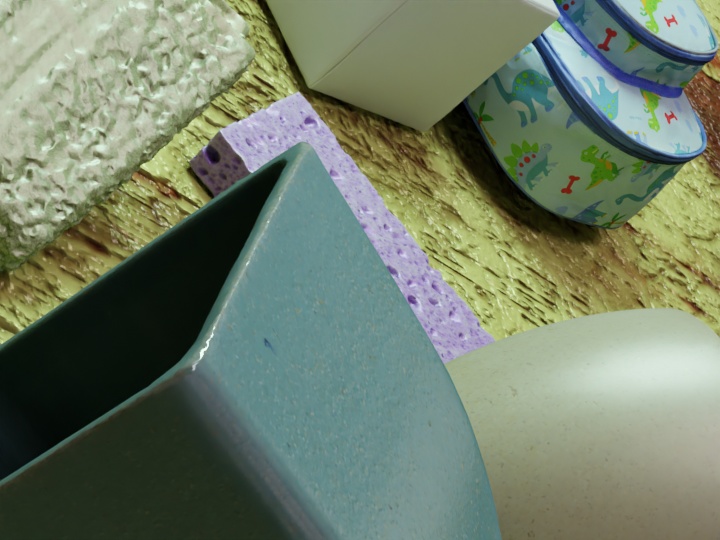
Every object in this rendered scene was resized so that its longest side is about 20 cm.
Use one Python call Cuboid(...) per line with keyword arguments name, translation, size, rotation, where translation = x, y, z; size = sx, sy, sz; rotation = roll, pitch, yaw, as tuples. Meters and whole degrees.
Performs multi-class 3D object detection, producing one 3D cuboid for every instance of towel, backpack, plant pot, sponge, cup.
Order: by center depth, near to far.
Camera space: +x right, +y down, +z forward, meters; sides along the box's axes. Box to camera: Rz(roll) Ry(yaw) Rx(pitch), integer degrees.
Cuboid(name="plant pot", translation=(-0.052, 0.112, 0.961), size=(0.200, 0.196, 0.196), rotation=(52, 24, -14))
Cuboid(name="cup", translation=(0.074, 0.113, 1.189), size=(0.143, 0.201, 0.201), rotation=(4, 45, -24))
Cuboid(name="towel", translation=(-0.144, -0.103, 1.193), size=(0.148, 0.036, 0.200), rotation=(49, 51, -10))
Cuboid(name="sponge", translation=(0.000, 0.000, 1.379), size=(0.200, 0.030, 0.112), rotation=(51, 25, 3))
Cuboid(name="backpack", translation=(0.136, -0.138, 1.661), size=(0.183, 0.147, 0.200), rotation=(7, 50, -53))

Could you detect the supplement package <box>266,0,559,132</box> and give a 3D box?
Cuboid(name="supplement package", translation=(0.007, -0.205, 1.570), size=(0.121, 0.120, 0.200), rotation=(18, 39, -51))
